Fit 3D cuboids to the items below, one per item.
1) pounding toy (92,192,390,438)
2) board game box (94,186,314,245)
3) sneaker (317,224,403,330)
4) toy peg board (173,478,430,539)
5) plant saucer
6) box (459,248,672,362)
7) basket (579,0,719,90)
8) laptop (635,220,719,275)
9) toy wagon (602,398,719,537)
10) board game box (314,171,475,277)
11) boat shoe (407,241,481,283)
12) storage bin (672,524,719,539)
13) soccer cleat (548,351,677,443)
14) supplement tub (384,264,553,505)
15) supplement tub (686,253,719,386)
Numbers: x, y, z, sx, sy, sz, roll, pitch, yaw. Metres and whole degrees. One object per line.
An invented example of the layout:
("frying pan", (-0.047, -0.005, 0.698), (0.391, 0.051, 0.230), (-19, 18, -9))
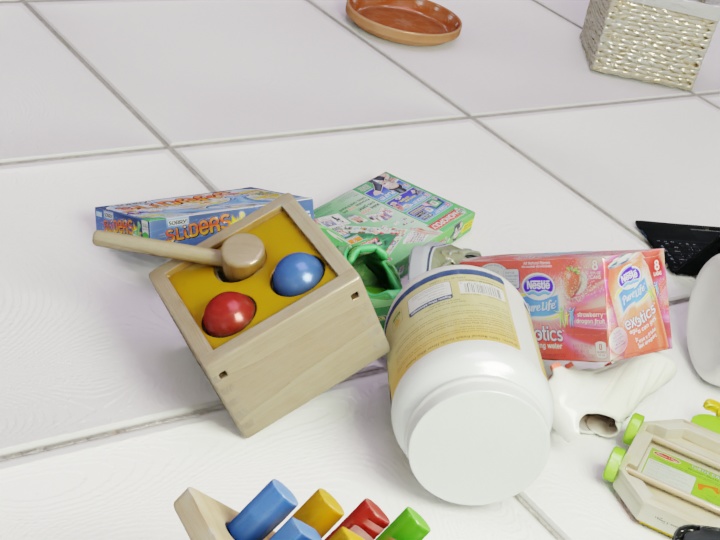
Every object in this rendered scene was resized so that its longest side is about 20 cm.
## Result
("pounding toy", (-0.112, 0.020, 1.182), (0.184, 0.142, 0.200), (-31, 42, -9))
("board game box", (-0.169, -0.058, 1.401), (0.199, 0.035, 0.135), (-11, 14, -35))
("sneaker", (0.000, 0.000, 1.363), (0.074, 0.084, 0.200), (-8, 35, -31))
("toy peg board", (0.002, 0.221, 0.866), (0.199, 0.098, 0.200), (40, 6, -43))
("plant saucer", (0.072, -0.424, 2.176), (0.199, 0.032, 0.201), (10, 30, -6))
("box", (0.199, 0.032, 1.276), (0.094, 0.103, 0.200), (-8, 3, -38))
("basket", (0.497, -0.430, 2.220), (0.199, 0.161, 0.198), (10, 30, -3))
("laptop", (0.470, -0.045, 1.604), (0.176, 0.104, 0.200), (4, 30, -15))
("toy wagon", (0.320, 0.186, 1.211), (0.155, 0.040, 0.200), (23, 30, 17))
("board game box", (0.031, -0.054, 1.525), (0.134, 0.029, 0.200), (27, 32, 23))
("boat shoe", (0.091, 0.002, 1.371), (0.062, 0.072, 0.200), (-1, 14, 12))
("storage bin", (0.334, 0.283, 0.995), (0.199, 0.094, 0.135), (9, 30, -8))
("soccer cleat", (0.249, 0.126, 1.274), (0.199, 0.069, 0.078), (-6, 62, -40))
("supplement tub", (0.096, 0.101, 1.164), (0.144, 0.145, 0.200), (9, 29, -7))
("supplement tub", (0.467, 0.061, 1.377), (0.199, 0.146, 0.146), (7, 30, -10))
